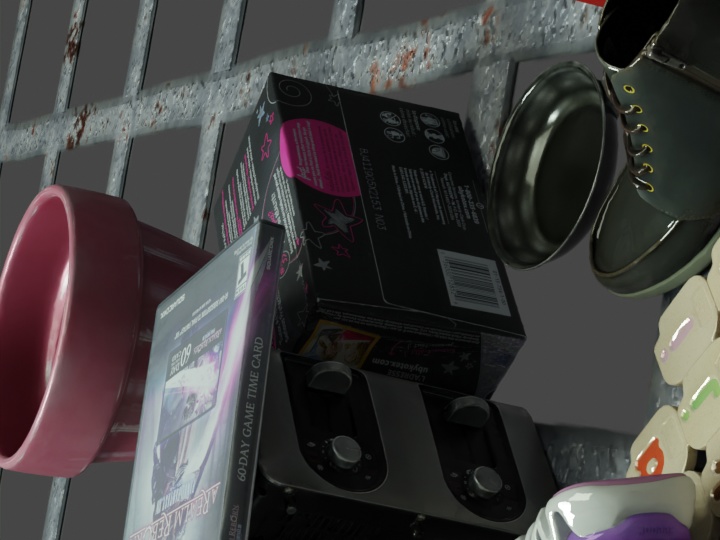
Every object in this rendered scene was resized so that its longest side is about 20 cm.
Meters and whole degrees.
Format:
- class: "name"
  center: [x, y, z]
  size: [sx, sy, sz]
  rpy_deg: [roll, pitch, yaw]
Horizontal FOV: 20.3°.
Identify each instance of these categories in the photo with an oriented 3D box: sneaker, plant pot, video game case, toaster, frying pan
- class: "sneaker"
  center: [0.134, -0.068, 0.921]
  size: [0.200, 0.106, 0.075]
  rpy_deg: [-56, 32, 41]
- class: "plant pot"
  center: [-0.154, 0.054, 1.421]
  size: [0.200, 0.179, 0.201]
  rpy_deg: [-42, 42, 54]
- class: "video game case"
  center: [-0.084, 0.090, 1.011]
  size: [0.143, 0.019, 0.201]
  rpy_deg: [-36, 42, 57]
- class: "toaster"
  center: [-0.013, 0.143, 1.070]
  size: [0.200, 0.180, 0.119]
  rpy_deg: [-57, 29, 38]
- class: "frying pan"
  center: [0.117, -0.088, 1.062]
  size: [0.190, 0.031, 0.115]
  rpy_deg: [-67, 26, 16]
- class: "sneaker"
  center: [0.098, 0.164, 0.920]
  size: [0.200, 0.080, 0.089]
  rpy_deg: [123, 138, -60]

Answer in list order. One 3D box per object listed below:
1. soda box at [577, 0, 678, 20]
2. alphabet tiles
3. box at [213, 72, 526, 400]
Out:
- class: "soda box"
  center: [0.115, -0.160, 0.889]
  size: [0.068, 0.200, 0.064]
  rpy_deg: [-46, 40, 51]
- class: "alphabet tiles"
  center: [0.180, 0.068, 0.870]
  size: [0.196, 0.015, 0.200]
  rpy_deg: [-59, 30, 36]
- class: "box"
  center: [0.000, 0.000, 1.160]
  size: [0.200, 0.132, 0.115]
  rpy_deg: [-102, 31, -45]
